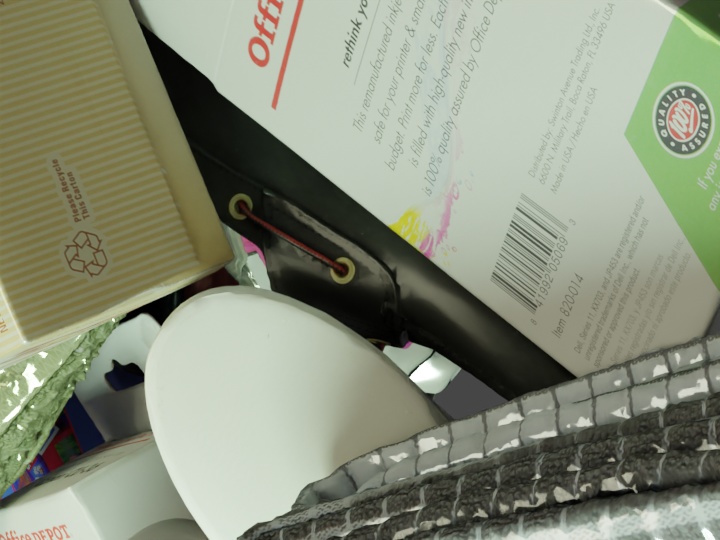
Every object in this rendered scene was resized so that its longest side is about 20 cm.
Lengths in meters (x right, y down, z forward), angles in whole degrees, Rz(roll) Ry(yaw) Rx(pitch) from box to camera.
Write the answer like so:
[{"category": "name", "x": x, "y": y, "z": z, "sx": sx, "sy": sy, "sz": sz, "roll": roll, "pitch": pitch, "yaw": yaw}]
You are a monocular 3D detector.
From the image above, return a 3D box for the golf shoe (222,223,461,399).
[{"category": "golf shoe", "x": 0.000, "y": 0.000, "z": 0.782, "sx": 0.092, "sy": 0.073, "sz": 0.200, "roll": 12, "pitch": 113, "yaw": 28}]

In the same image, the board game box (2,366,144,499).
[{"category": "board game box", "x": -0.168, "y": 0.007, "z": 0.992, "sx": 0.045, "sy": 0.134, "sz": 0.200, "roll": 164, "pitch": 93, "yaw": -69}]

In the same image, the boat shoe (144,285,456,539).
[{"category": "boat shoe", "x": 0.022, "y": 0.075, "z": 0.683, "sx": 0.072, "sy": 0.200, "sz": 0.069, "roll": -54, "pitch": 8, "yaw": 5}]

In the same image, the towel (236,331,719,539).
[{"category": "towel", "x": 0.076, "y": 0.109, "z": 0.568, "sx": 0.200, "sy": 0.086, "sz": 0.166, "roll": -20, "pitch": 99, "yaw": 40}]

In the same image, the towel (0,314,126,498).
[{"category": "towel", "x": -0.163, "y": 0.009, "z": 0.891, "sx": 0.148, "sy": 0.036, "sz": 0.200, "roll": 45, "pitch": 118, "yaw": 16}]

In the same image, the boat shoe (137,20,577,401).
[{"category": "boat shoe", "x": 0.006, "y": -0.009, "z": 0.698, "sx": 0.201, "sy": 0.074, "sz": 0.063, "roll": 39, "pitch": 106, "yaw": 15}]

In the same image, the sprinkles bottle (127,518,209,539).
[{"category": "sprinkles bottle", "x": 0.000, "y": 0.147, "z": 0.765, "sx": 0.200, "sy": 0.068, "sz": 0.068, "roll": 24, "pitch": 124, "yaw": 35}]

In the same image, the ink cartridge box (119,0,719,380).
[{"category": "ink cartridge box", "x": 0.034, "y": -0.068, "z": 0.620, "sx": 0.200, "sy": 0.067, "sz": 0.117, "roll": 39, "pitch": 137, "yaw": 20}]

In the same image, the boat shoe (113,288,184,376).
[{"category": "boat shoe", "x": -0.093, "y": -0.043, "z": 0.906, "sx": 0.066, "sy": 0.074, "sz": 0.199, "roll": 44, "pitch": 138, "yaw": 41}]

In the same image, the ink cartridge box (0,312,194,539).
[{"category": "ink cartridge box", "x": -0.075, "y": 0.123, "z": 0.908, "sx": 0.200, "sy": 0.067, "sz": 0.116, "roll": 63, "pitch": 151, "yaw": -2}]

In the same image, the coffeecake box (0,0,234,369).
[{"category": "coffeecake box", "x": -0.140, "y": -0.039, "z": 0.722, "sx": 0.200, "sy": 0.073, "sz": 0.154, "roll": -23, "pitch": 89, "yaw": 55}]
